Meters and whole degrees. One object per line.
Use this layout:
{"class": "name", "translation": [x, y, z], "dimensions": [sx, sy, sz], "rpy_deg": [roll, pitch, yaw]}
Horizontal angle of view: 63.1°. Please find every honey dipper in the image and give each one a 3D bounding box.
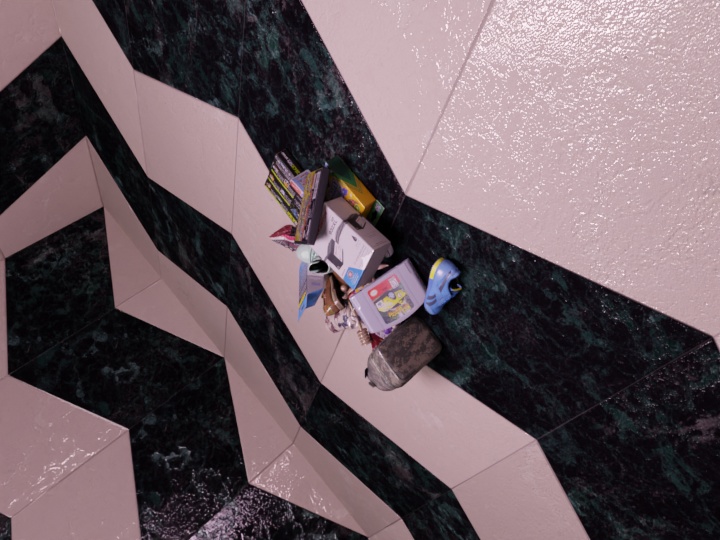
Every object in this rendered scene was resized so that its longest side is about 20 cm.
{"class": "honey dipper", "translation": [-0.016, 0.139, 1.858], "dimensions": [0.038, 0.038, 0.204], "rpy_deg": [-9, 104, 58]}

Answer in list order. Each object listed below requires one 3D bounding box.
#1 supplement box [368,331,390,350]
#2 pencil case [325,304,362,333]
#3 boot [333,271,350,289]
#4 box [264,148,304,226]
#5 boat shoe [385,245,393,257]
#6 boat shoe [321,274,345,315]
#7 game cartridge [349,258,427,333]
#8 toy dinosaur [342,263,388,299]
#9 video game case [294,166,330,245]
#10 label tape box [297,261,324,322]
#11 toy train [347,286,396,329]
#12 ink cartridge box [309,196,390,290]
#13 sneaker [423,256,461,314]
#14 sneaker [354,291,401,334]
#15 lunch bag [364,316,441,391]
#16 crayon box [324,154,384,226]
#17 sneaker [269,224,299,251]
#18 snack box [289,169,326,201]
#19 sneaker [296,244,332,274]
{"class": "supplement box", "translation": [0.089, 0.249, 1.888], "dimensions": [0.108, 0.060, 0.203], "rpy_deg": [26, 140, 42]}
{"class": "pencil case", "translation": [-0.046, 0.153, 1.965], "dimensions": [0.078, 0.090, 0.199], "rpy_deg": [48, 149, -9]}
{"class": "boot", "translation": [-0.089, -0.014, 1.871], "dimensions": [0.073, 0.075, 0.203], "rpy_deg": [7, 127, 50]}
{"class": "box", "translation": [-0.211, -0.248, 1.842], "dimensions": [0.201, 0.047, 0.193], "rpy_deg": [51, 153, 5]}
{"class": "boat shoe", "translation": [0.004, -0.060, 1.663], "dimensions": [0.200, 0.086, 0.075], "rpy_deg": [22, 149, 45]}
{"class": "boat shoe", "translation": [-0.097, 0.078, 1.883], "dimensions": [0.072, 0.067, 0.201], "rpy_deg": [52, -170, -19]}
{"class": "game cartridge", "translation": [0.084, 0.077, 1.603], "dimensions": [0.135, 0.198, 0.041], "rpy_deg": [56, -174, -9]}
{"class": "toy dinosaur", "translation": [0.000, 0.000, 1.757], "dimensions": [0.200, 0.084, 0.138], "rpy_deg": [-42, 49, 45]}
{"class": "video game case", "translation": [-0.135, -0.172, 1.604], "dimensions": [0.180, 0.025, 0.205], "rpy_deg": [-170, 91, -72]}
{"class": "label tape box", "translation": [-0.164, 0.054, 1.948], "dimensions": [0.145, 0.062, 0.205], "rpy_deg": [123, 149, -59]}
{"class": "toy train", "translation": [0.057, 0.105, 1.686], "dimensions": [0.055, 0.196, 0.154], "rpy_deg": [15, 108, 55]}
{"class": "ink cartridge box", "translation": [-0.035, -0.074, 1.577], "dimensions": [0.200, 0.083, 0.147], "rpy_deg": [44, 129, 20]}
{"class": "sneaker", "translation": [0.214, 0.058, 1.508], "dimensions": [0.078, 0.066, 0.203], "rpy_deg": [34, 145, 25]}
{"class": "sneaker", "translation": [0.037, 0.119, 1.809], "dimensions": [0.199, 0.083, 0.082], "rpy_deg": [38, 147, 32]}
{"class": "lunch bag", "translation": [0.115, 0.255, 1.716], "dimensions": [0.140, 0.199, 0.168], "rpy_deg": [47, 149, 11]}
{"class": "crayon box", "translation": [-0.031, -0.200, 1.620], "dimensions": [0.201, 0.051, 0.126], "rpy_deg": [49, 150, 10]}
{"class": "sneaker", "translation": [-0.241, -0.102, 1.997], "dimensions": [0.198, 0.080, 0.076], "rpy_deg": [12, 133, 50]}
{"class": "snack box", "translation": [-0.118, -0.208, 1.717], "dimensions": [0.200, 0.071, 0.024], "rpy_deg": [48, 150, 13]}
{"class": "sneaker", "translation": [-0.141, -0.038, 1.751], "dimensions": [0.197, 0.117, 0.076], "rpy_deg": [8, 111, 35]}
